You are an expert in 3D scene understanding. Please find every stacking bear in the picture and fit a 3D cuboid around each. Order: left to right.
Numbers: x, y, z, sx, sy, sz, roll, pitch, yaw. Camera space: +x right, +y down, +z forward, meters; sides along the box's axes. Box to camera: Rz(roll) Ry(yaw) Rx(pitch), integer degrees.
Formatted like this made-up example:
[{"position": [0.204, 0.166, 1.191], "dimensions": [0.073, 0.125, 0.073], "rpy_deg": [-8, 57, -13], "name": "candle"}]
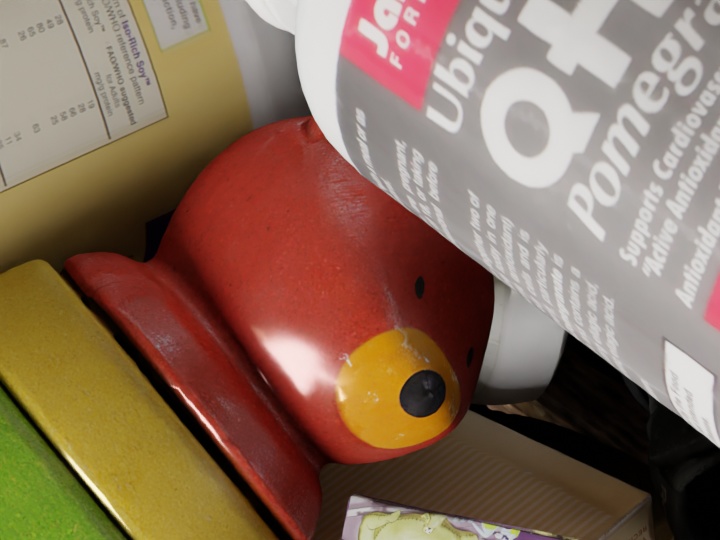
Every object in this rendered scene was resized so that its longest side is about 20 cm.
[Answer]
[{"position": [-0.056, 0.045, 0.648], "dimensions": [0.122, 0.200, 0.114], "rpy_deg": [55, 173, -37], "name": "stacking bear"}]

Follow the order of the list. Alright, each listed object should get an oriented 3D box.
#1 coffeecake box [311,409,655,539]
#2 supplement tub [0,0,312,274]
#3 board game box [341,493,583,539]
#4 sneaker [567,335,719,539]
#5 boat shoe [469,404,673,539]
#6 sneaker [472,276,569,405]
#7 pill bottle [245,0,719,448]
[{"position": [0.004, 0.126, 0.764], "dimensions": [0.153, 0.073, 0.200], "rpy_deg": [23, 135, 40], "name": "coffeecake box"}, {"position": [-0.096, -0.059, 0.711], "dimensions": [0.145, 0.200, 0.145], "rpy_deg": [56, 162, 29], "name": "supplement tub"}, {"position": [0.101, 0.085, 0.634], "dimensions": [0.120, 0.032, 0.200], "rpy_deg": [2, 168, 42], "name": "board game box"}, {"position": [0.086, 0.024, 0.668], "dimensions": [0.200, 0.088, 0.076], "rpy_deg": [10, 136, 60], "name": "sneaker"}, {"position": [0.014, 0.068, 0.839], "dimensions": [0.201, 0.072, 0.066], "rpy_deg": [22, 119, 52], "name": "boat shoe"}, {"position": [0.000, 0.000, 0.767], "dimensions": [0.200, 0.085, 0.073], "rpy_deg": [148, 124, -74], "name": "sneaker"}, {"position": [0.058, -0.044, 0.579], "dimensions": [0.200, 0.111, 0.111], "rpy_deg": [38, 156, 30], "name": "pill bottle"}]
